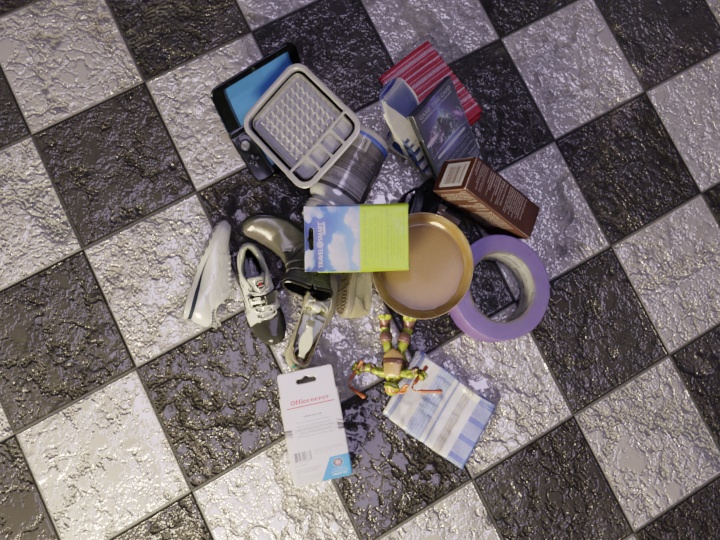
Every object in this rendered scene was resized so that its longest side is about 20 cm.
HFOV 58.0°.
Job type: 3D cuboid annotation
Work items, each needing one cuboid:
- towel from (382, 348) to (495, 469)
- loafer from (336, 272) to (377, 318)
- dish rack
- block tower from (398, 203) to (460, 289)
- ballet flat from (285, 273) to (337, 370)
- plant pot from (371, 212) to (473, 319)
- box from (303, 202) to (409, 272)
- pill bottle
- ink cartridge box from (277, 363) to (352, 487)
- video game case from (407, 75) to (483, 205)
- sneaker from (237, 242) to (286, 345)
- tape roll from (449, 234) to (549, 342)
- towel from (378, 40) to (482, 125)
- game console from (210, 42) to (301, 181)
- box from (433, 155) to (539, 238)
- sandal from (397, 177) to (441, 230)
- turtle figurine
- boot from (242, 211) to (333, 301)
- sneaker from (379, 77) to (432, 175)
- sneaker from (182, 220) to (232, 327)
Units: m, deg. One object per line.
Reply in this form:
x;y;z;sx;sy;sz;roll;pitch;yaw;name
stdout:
0.156;0.272;1.278;0.197;0.024;0.149;34;80;0;towel
0.000;0.000;1.281;0.067;0.075;0.206;18;74;-26;loafer
-0.109;-0.272;1.238;0.172;0.044;0.200;-46;78;3;dish rack
0.134;-0.029;1.306;0.057;0.054;0.204;26;80;-2;block tower
-0.091;0.095;1.258;0.068;0.070;0.206;19;80;-2;ballet flat
0.118;-0.008;1.245;0.193;0.028;0.207;-1;78;6;plant pot
-0.008;-0.060;1.202;0.193;0.048;0.126;-2;91;-7;box
-0.032;-0.177;1.281;0.111;0.114;0.204;27;80;-1;pill bottle
-0.088;0.289;1.228;0.112;0.067;0.207;-10;83;-7;ink cartridge box
0.174;-0.256;1.288;0.143;0.019;0.203;-48;123;-30;video game case
-0.196;0.045;1.246;0.072;0.089;0.206;-19;85;-10;sneaker
0.269;0.038;1.294;0.193;0.085;0.207;1;82;-6;tape roll
0.149;-0.367;1.375;0.143;0.023;0.202;-36;85;-8;towel
-0.169;-0.309;1.286;0.197;0.118;0.173;-33;85;-9;game console
0.248;-0.138;1.269;0.198;0.099;0.077;33;76;-31;box
0.095;-0.114;1.300;0.202;0.075;0.048;-50;133;-10;sandal
0.074;0.171;1.257;0.194;0.064;0.167;-1;73;28;turtle figurine
-0.134;-0.025;1.225;0.195;0.068;0.133;20;46;-20;boot
0.081;-0.282;1.298;0.081;0.114;0.201;-44;125;-11;sneaker
-0.280;0.006;1.258;0.078;0.076;0.206;18;84;-14;sneaker
